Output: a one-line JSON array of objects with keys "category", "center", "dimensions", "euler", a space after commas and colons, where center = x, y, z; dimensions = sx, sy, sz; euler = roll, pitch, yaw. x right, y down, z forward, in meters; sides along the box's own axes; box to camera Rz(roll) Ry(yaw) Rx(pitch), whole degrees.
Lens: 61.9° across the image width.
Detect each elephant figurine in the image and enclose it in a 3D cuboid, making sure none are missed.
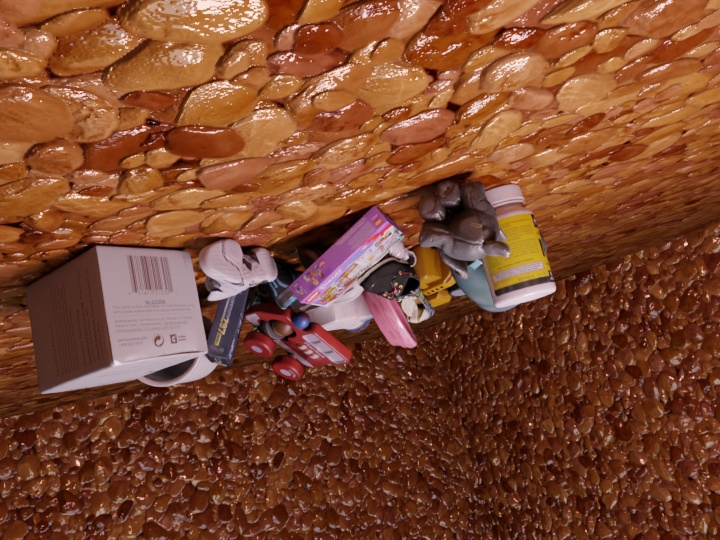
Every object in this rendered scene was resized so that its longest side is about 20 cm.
[{"category": "elephant figurine", "center": [0.174, -0.063, 1.005], "dimensions": [0.140, 0.157, 0.200], "euler": [-7, 163, 14]}]

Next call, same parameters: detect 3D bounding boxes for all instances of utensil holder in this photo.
[{"category": "utensil holder", "center": [-0.402, 0.166, 1.316], "dimensions": [0.168, 0.172, 0.200], "euler": [-14, 170, -2]}]

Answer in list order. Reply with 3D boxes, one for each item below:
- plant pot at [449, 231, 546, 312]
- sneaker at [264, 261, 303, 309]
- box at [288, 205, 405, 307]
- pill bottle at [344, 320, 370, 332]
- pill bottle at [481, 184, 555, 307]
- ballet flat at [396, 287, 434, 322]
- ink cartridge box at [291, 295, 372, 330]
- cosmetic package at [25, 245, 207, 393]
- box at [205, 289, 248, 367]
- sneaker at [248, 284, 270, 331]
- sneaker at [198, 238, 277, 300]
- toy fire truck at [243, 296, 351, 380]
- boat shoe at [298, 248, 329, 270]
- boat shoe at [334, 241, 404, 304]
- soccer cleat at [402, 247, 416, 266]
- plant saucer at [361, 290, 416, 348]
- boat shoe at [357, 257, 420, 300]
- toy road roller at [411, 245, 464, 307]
[{"category": "plant pot", "center": [0.255, -0.033, 1.222], "dimensions": [0.133, 0.202, 0.200], "euler": [25, 147, -32]}, {"category": "sneaker", "center": [-0.148, 0.014, 1.179], "dimensions": [0.073, 0.082, 0.200], "euler": [-39, -173, -1]}, {"category": "box", "center": [-0.019, -0.018, 1.044], "dimensions": [0.200, 0.039, 0.137], "euler": [-43, 164, 8]}, {"category": "pill bottle", "center": [-0.024, 0.124, 1.767], "dimensions": [0.110, 0.112, 0.200], "euler": [-15, 169, 3]}, {"category": "pill bottle", "center": [0.269, -0.044, 1.083], "dimensions": [0.113, 0.202, 0.114], "euler": [-14, 170, -3]}, {"category": "ballet flat", "center": [0.119, 0.082, 1.380], "dimensions": [0.074, 0.075, 0.200], "euler": [-18, 145, 16]}, {"category": "ink cartridge box", "center": [-0.069, 0.065, 1.370], "dimensions": [0.128, 0.127, 0.199], "euler": [-22, 167, 35]}, {"category": "cosmetic package", "center": [-0.366, 0.074, 0.904], "dimensions": [0.199, 0.168, 0.167], "euler": [-21, 168, 33]}, {"category": "box", "center": [-0.271, 0.110, 1.236], "dimensions": [0.050, 0.159, 0.200], "euler": [15, 164, -7]}, {"category": "sneaker", "center": [-0.220, 0.066, 1.335], "dimensions": [0.075, 0.077, 0.201], "euler": [-9, 149, -21]}, {"category": "sneaker", "center": [-0.227, 0.006, 0.986], "dimensions": [0.114, 0.076, 0.200], "euler": [-21, 171, 18]}, {"category": "toy fire truck", "center": [-0.131, 0.130, 1.218], "dimensions": [0.167, 0.113, 0.200], "euler": [-17, 127, 45]}, {"category": "boat shoe", "center": [-0.068, -0.015, 1.159], "dimensions": [0.072, 0.072, 0.200], "euler": [-38, 169, -8]}, {"category": "boat shoe", "center": [0.000, 0.000, 1.213], "dimensions": [0.199, 0.072, 0.066], "euler": [-33, 162, 20]}, {"category": "soccer cleat", "center": [0.089, -0.013, 1.356], "dimensions": [0.084, 0.069, 0.200], "euler": [-13, 165, 13]}, {"category": "plant saucer", "center": [0.055, 0.085, 1.311], "dimensions": [0.050, 0.202, 0.200], "euler": [-29, 168, 5]}, {"category": "boat shoe", "center": [0.061, 0.020, 1.170], "dimensions": [0.074, 0.063, 0.201], "euler": [-42, 163, 21]}, {"category": "toy road roller", "center": [0.159, 0.005, 1.422], "dimensions": [0.145, 0.124, 0.199], "euler": [12, 154, -36]}]
